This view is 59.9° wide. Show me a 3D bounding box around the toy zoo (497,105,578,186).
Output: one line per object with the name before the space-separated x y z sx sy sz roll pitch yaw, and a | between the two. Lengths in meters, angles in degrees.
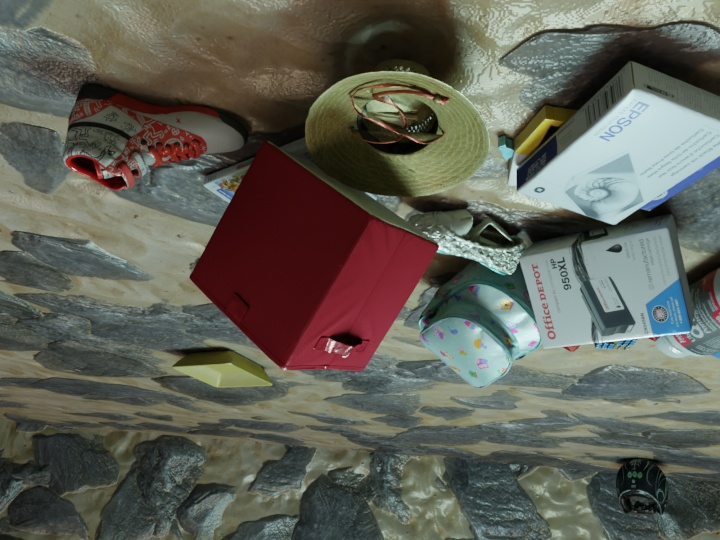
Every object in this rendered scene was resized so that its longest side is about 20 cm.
toy zoo | 0.257 -0.133 0.728 0.197 0.021 0.132 8 155 -3

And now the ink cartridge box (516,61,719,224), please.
ink cartridge box | 0.305 -0.118 0.675 0.198 0.041 0.200 13 154 -15

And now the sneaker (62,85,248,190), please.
sneaker | -0.236 -0.138 0.723 0.199 0.109 0.067 11 155 -11

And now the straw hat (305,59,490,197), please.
straw hat | 0.039 -0.164 0.636 0.198 0.086 0.202 4 156 2

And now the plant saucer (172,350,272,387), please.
plant saucer | -0.364 0.262 1.672 0.198 0.049 0.200 -6 152 26

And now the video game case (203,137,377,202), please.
video game case | -0.096 -0.113 0.853 0.198 0.018 0.143 -13 150 34

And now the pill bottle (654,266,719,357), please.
pill bottle | 0.553 0.071 0.988 0.109 0.112 0.200 9 154 -6

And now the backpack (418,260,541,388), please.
backpack | 0.204 0.080 1.011 0.175 0.153 0.200 41 132 -1

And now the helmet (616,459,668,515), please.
helmet | 1.060 0.810 2.352 0.198 0.191 0.202 15 128 21

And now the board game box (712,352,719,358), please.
board game box | 0.728 0.116 1.136 0.156 0.039 0.200 -1 149 26

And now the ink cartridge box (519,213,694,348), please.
ink cartridge box | 0.340 0.020 0.870 0.198 0.146 0.084 -12 -171 34

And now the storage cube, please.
storage cube | -0.051 -0.012 0.711 0.200 0.181 0.170 38 -168 30

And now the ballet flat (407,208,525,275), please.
ballet flat | 0.154 -0.053 0.890 0.198 0.073 0.072 18 153 -28

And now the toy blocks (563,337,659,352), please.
toy blocks | 0.392 0.061 0.971 0.197 0.138 0.100 2 155 7
